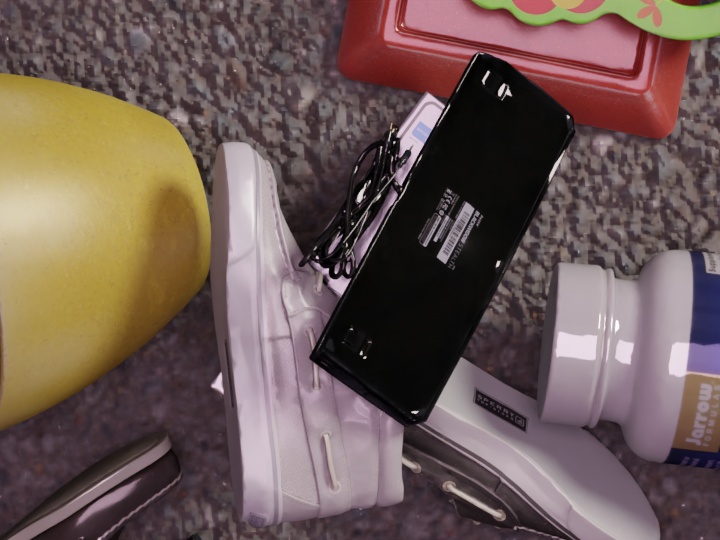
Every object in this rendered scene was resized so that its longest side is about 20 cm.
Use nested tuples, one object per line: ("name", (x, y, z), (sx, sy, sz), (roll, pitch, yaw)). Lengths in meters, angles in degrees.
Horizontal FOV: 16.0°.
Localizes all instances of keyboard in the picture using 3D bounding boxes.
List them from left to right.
("keyboard", (0.031, -0.026, 1.333), (0.104, 0.040, 0.200), (39, 66, -22))

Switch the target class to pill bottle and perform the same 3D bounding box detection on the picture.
("pill bottle", (0.202, 0.051, 1.421), (0.199, 0.120, 0.120), (6, 91, 0))

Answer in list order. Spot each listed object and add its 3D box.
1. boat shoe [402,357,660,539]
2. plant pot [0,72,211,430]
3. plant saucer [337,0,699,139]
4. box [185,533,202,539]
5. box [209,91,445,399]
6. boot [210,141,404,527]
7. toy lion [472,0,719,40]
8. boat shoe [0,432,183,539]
("boat shoe", (0.079, 0.110, 1.455), (0.200, 0.071, 0.064), (35, 124, -9))
("plant pot", (-0.166, -0.022, 1.400), (0.142, 0.200, 0.201), (-13, 92, -25))
("plant saucer", (0.101, -0.190, 1.457), (0.199, 0.037, 0.200), (11, 92, -1))
("box", (-0.125, 0.274, 1.464), (0.200, 0.044, 0.160), (-36, 92, 1))
("box", (0.000, 0.000, 1.422), (0.060, 0.117, 0.200), (36, 92, -1))
("boot", (-0.025, 0.030, 1.339), (0.095, 0.074, 0.201), (-5, 92, -11))
("toy lion", (0.143, -0.204, 1.413), (0.192, 0.069, 0.200), (-44, 91, 8))
("boat shoe", (-0.177, 0.166, 1.451), (0.201, 0.072, 0.061), (-35, 95, 8))
